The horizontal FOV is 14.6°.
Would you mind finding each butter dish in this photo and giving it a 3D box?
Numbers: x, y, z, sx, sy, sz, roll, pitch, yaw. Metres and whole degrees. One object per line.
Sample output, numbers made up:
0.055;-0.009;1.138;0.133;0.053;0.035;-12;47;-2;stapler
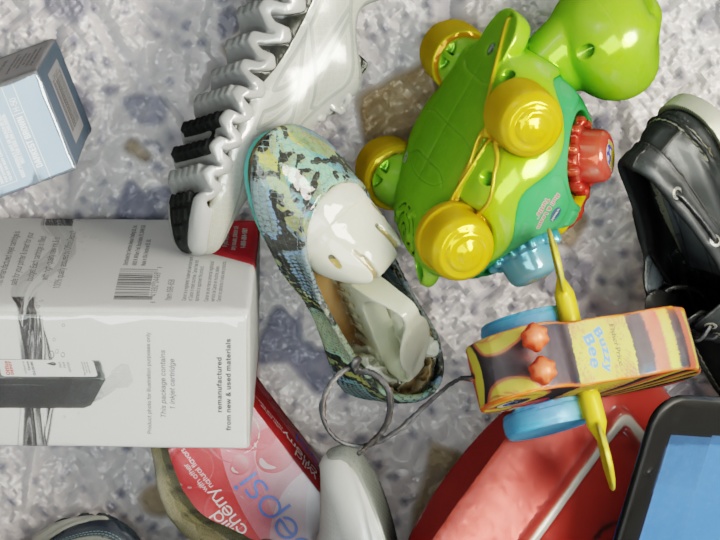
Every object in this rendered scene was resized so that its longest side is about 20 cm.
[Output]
0.100;0.160;1.577;0.200;0.148;0.200;50;64;-26;butter dish

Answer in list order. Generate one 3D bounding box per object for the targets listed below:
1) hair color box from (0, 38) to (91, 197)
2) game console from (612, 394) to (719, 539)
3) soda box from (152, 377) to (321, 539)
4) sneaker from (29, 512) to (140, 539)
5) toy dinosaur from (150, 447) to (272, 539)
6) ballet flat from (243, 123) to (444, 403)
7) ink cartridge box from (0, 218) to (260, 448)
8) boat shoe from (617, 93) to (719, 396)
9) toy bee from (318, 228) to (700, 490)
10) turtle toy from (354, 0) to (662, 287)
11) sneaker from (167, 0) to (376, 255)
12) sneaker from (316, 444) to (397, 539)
-0.253;-0.058;1.542;0.199;0.099;0.061;-20;104;5;hair color box
0.225;0.177;1.478;0.170;0.118;0.201;23;108;25;game console
-0.033;0.156;1.614;0.070;0.063;0.200;-36;102;9;soda box
-0.199;0.224;1.619;0.200;0.086;0.078;-44;100;10;sneaker
-0.062;0.165;1.504;0.200;0.088;0.048;31;132;25;toy dinosaur
0.000;0.000;1.534;0.074;0.074;0.200;-22;135;5;ballet flat
-0.157;0.032;1.538;0.199;0.144;0.084;1;111;0;ink cartridge box
0.182;0.003;1.545;0.066;0.074;0.200;-36;131;-28;boat shoe
0.098;0.056;1.448;0.200;0.109;0.131;-33;89;-23;toy bee
0.088;-0.075;1.528;0.101;0.146;0.200;24;103;-26;turtle toy
-0.043;-0.096;1.531;0.081;0.075;0.201;25;85;-21;sneaker
-0.012;0.195;1.556;0.080;0.070;0.201;-6;103;4;sneaker
